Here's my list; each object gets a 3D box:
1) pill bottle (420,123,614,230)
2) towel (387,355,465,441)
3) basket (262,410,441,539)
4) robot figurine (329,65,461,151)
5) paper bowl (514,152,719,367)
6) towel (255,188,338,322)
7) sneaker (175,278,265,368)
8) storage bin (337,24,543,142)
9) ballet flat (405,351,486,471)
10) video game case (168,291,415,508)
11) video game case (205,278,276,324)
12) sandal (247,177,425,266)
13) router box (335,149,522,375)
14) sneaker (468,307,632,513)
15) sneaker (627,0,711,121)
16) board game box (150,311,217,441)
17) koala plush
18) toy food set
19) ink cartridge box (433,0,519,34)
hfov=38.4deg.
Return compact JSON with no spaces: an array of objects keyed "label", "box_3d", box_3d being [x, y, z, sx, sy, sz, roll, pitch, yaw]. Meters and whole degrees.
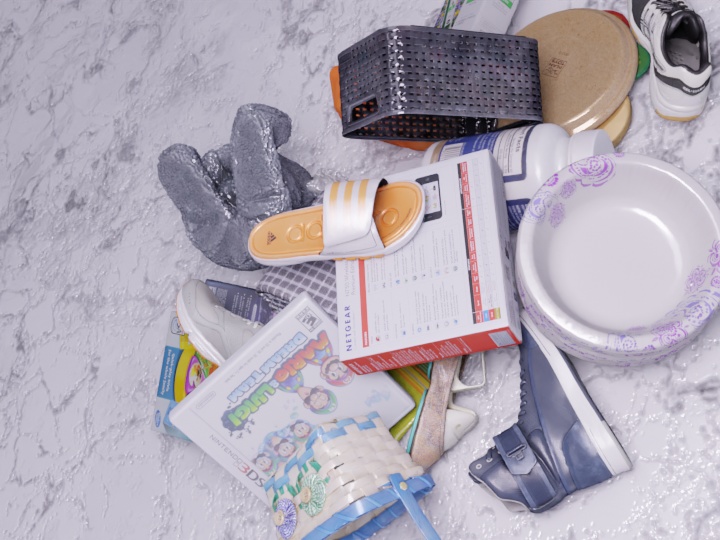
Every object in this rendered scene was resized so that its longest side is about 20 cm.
[{"label":"pill bottle","box_3d":[0.175,-0.101,1.140,0.199,0.111,0.112,-5,61,32]},{"label":"towel","box_3d":[0.034,0.144,1.159,0.200,0.018,0.086,-52,47,-1]},{"label":"basket","box_3d":[-0.002,0.260,1.028,0.200,0.139,0.176,55,128,19]},{"label":"robot figurine","box_3d":[0.047,-0.214,1.291,0.199,0.143,0.117,23,95,41]},{"label":"paper bowl","box_3d":[0.251,-0.005,1.008,0.199,0.104,0.202,-2,71,5]},{"label":"towel","box_3d":[0.000,0.000,1.163,0.199,0.086,0.166,20,67,33]},{"label":"sneaker","box_3d":[-0.132,0.078,1.170,0.092,0.076,0.200,-42,67,15]},{"label":"storage bin","box_3d":[0.087,-0.199,1.130,0.135,0.199,0.094,-9,83,62]},{"label":"ballet flat","box_3d":[0.096,0.129,1.090,0.067,0.068,0.201,11,79,12]},{"label":"video game case","box_3d":[-0.071,0.149,1.108,0.200,0.182,0.024,-42,22,7]},{"label":"video game case","box_3d":[-0.132,0.095,1.275,0.199,0.019,0.144,10,88,37]},{"label":"sandal","box_3d":[-0.034,-0.049,1.058,0.205,0.059,0.080,-13,62,21]},{"label":"router box","box_3d":[0.064,-0.009,1.057,0.178,0.049,0.201,-13,62,21]},{"label":"sneaker","box_3d":[0.159,0.143,1.032,0.146,0.077,0.203,-33,51,11]},{"label":"sneaker","box_3d":[0.345,-0.264,1.121,0.075,0.088,0.201,-6,61,-1]},{"label":"board game box","box_3d":[-0.160,0.137,1.248,0.199,0.047,0.152,6,86,38]},{"label":"koala plush","box_3d":[-0.119,-0.091,1.298,0.177,0.200,0.185,-23,84,22]},{"label":"toy food set","box_3d":[0.237,-0.225,1.212,0.199,0.049,0.199,9,69,38]},{"label":"ink cartridge box","box_3d":[0.157,-0.353,1.315,0.109,0.050,0.201,-4,59,60]}]
